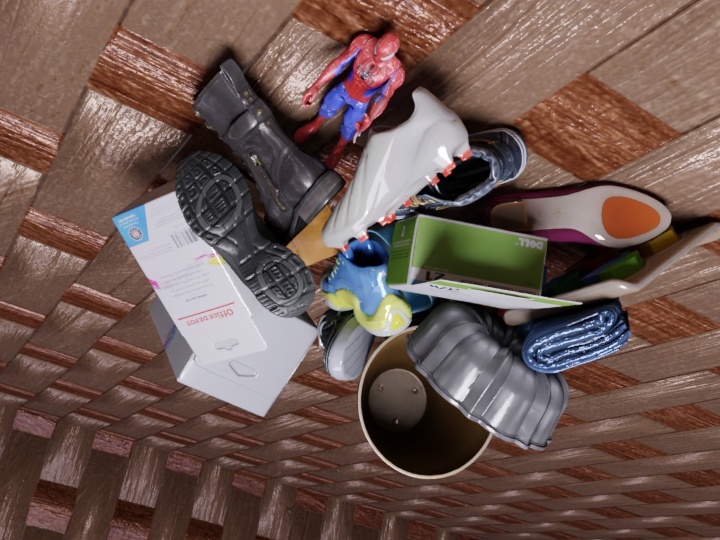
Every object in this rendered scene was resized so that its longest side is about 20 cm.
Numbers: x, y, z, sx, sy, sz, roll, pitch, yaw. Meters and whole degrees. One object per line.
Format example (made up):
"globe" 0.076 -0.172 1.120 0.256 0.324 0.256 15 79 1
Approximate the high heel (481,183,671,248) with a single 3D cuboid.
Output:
"high heel" 0.233 -0.062 0.922 0.196 0.069 0.096 5 -175 4

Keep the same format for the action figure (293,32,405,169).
"action figure" -0.022 -0.144 0.771 0.065 0.099 0.200 41 148 -3

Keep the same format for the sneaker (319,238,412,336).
"sneaker" 0.000 0.000 1.009 0.075 0.107 0.199 -21 -156 -22

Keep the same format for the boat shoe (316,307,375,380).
"boat shoe" -0.023 0.083 1.062 0.069 0.074 0.200 9 -164 11

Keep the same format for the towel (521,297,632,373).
"towel" 0.234 0.065 0.900 0.110 0.049 0.200 -23 180 17

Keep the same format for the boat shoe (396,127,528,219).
"boat shoe" 0.064 -0.093 0.839 0.198 0.072 0.091 -16 -172 35

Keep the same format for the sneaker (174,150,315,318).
"sneaker" -0.125 -0.032 0.867 0.202 0.075 0.091 56 169 1

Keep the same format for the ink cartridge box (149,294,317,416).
"ink cartridge box" -0.174 0.066 1.127 0.144 0.146 0.200 29 -169 -34

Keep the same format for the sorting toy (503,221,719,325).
"sorting toy" 0.275 -0.001 0.924 0.198 0.037 0.184 -24 179 -35

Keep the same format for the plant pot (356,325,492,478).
"plant pot" 0.069 0.177 1.139 0.183 0.190 0.200 14 169 -8

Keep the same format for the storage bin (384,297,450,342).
"storage bin" 0.138 0.077 1.193 0.196 0.095 0.136 10 156 1

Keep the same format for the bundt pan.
"bundt pan" 0.151 0.106 0.939 0.200 0.076 0.202 32 -165 -10

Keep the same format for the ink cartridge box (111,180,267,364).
"ink cartridge box" -0.175 -0.002 0.944 0.114 0.068 0.202 -15 111 34

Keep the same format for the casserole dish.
"casserole dish" 0.044 -0.006 1.037 0.122 0.039 0.200 49 166 -3

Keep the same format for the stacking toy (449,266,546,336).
"stacking toy" 0.129 0.001 1.043 0.199 0.118 0.109 36 145 -23

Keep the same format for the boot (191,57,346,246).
"boot" -0.106 -0.119 0.865 0.174 0.069 0.200 45 153 -5

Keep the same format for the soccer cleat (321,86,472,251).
"soccer cleat" 0.021 -0.090 0.779 0.078 0.069 0.199 53 132 1

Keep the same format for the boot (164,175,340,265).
"boot" -0.130 -0.056 1.006 0.197 0.072 0.146 -4 134 14

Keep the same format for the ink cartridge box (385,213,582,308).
"ink cartridge box" 0.121 -0.009 0.842 0.145 0.077 0.200 10 175 -11
